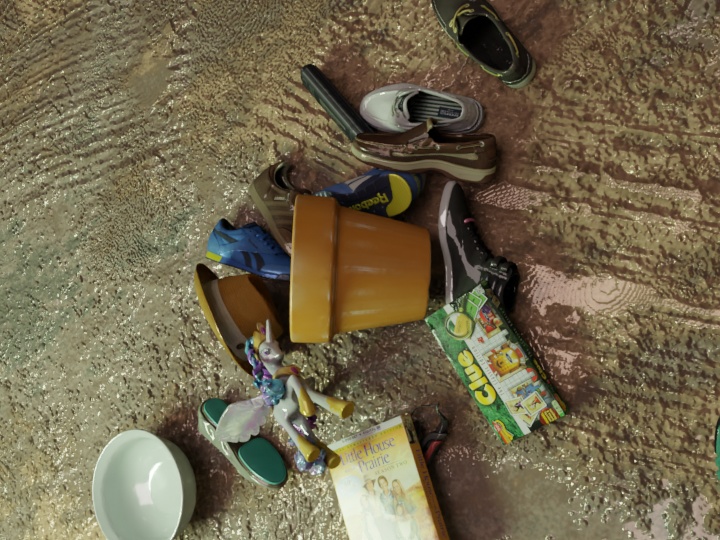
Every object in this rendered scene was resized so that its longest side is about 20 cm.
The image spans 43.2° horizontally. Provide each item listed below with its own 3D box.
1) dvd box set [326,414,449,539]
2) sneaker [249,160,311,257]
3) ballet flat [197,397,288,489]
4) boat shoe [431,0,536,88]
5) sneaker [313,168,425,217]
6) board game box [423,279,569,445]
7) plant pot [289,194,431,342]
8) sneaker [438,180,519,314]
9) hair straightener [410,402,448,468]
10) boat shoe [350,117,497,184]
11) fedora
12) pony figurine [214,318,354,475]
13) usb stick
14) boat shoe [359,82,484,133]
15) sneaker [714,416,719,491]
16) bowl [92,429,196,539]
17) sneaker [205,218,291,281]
[{"bbox_3d":[0.036,0.317,1.256,0.146,0.029,0.201,-27,71,30],"label":"dvd box set"},{"bbox_3d":[-0.098,-0.084,1.388,0.076,0.070,0.200,-46,66,19],"label":"sneaker"},{"bbox_3d":[-0.185,0.281,1.426,0.200,0.067,0.064,41,134,27],"label":"ballet flat"},{"bbox_3d":[0.162,-0.334,1.257,0.072,0.060,0.201,-48,65,18],"label":"boat shoe"},{"bbox_3d":[0.013,-0.108,1.327,0.199,0.082,0.074,-9,114,42],"label":"sneaker"},{"bbox_3d":[0.177,0.123,1.199,0.105,0.023,0.201,-36,84,35],"label":"board game box"},{"bbox_3d":[0.000,0.000,1.246,0.182,0.200,0.202,2,87,-1],"label":"plant pot"},{"bbox_3d":[0.164,-0.025,1.230,0.099,0.071,0.201,-6,89,29],"label":"sneaker"},{"bbox_3d":[0.060,0.265,1.280,0.077,0.041,0.201,34,109,29],"label":"hair straightener"},{"bbox_3d":[0.089,-0.176,1.248,0.201,0.075,0.075,9,118,4],"label":"boat shoe"},{"bbox_3d":[-0.171,0.061,1.363,0.082,0.201,0.201,-28,71,4],"label":"fedora"},{"bbox_3d":[-0.101,0.190,1.275,0.200,0.166,0.194,43,134,37],"label":"pony figurine"},{"bbox_3d":[-0.025,-0.234,1.367,0.033,0.056,0.200,-36,66,-7],"label":"usb stick"},{"bbox_3d":[0.076,-0.236,1.297,0.199,0.067,0.074,6,89,31],"label":"boat shoe"},{"bbox_3d":[0.459,0.260,1.039,0.087,0.074,0.201,-8,89,13],"label":"sneaker"},{"bbox_3d":[-0.335,0.358,1.484,0.200,0.090,0.202,-3,85,31],"label":"bowl"},{"bbox_3d":[-0.158,-0.032,1.424,0.199,0.066,0.079,18,92,31],"label":"sneaker"}]
